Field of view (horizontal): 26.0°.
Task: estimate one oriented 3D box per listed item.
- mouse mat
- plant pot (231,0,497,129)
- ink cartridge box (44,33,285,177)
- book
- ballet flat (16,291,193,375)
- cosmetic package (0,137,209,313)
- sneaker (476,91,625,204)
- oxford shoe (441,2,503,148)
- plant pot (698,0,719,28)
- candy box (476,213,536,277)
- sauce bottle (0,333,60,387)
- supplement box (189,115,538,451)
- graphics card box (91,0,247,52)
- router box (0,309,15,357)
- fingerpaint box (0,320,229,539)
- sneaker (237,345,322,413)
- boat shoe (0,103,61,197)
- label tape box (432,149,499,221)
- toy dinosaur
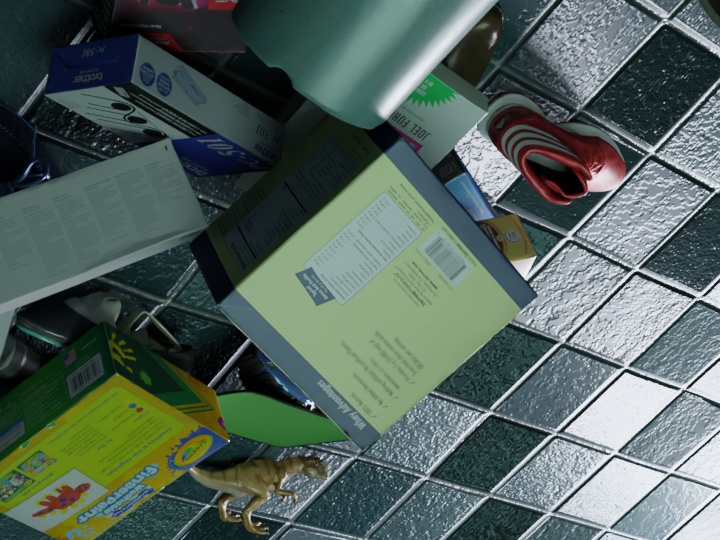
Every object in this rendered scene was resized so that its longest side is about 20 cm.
[{"bbox_3d":[-0.101,0.157,1.640,0.161,0.008,0.200,-12,153,41],"label":"mouse mat"},{"bbox_3d":[0.014,-0.229,1.201,0.200,0.200,0.196,24,112,-42],"label":"plant pot"},{"bbox_3d":[-0.157,-0.132,1.292,0.094,0.044,0.200,-3,162,33],"label":"ink cartridge box"},{"bbox_3d":[-0.001,-0.118,1.381,0.133,0.048,0.200,32,124,-19],"label":"book"},{"bbox_3d":[-0.237,0.060,1.497,0.200,0.073,0.073,30,115,-38],"label":"ballet flat"},{"bbox_3d":[-0.231,-0.033,1.260,0.199,0.083,0.051,-22,176,-25],"label":"cosmetic package"},{"bbox_3d":[0.204,-0.093,1.524,0.199,0.116,0.078,16,124,-38],"label":"sneaker"},{"bbox_3d":[0.079,-0.154,1.420,0.072,0.085,0.200,9,127,-32],"label":"oxford shoe"},{"bbox_3d":[0.426,-0.263,1.428,0.200,0.201,0.183,-40,150,15],"label":"plant pot"},{"bbox_3d":[0.057,0.014,1.491,0.199,0.057,0.117,-13,150,-20],"label":"candy box"},{"bbox_3d":[-0.286,0.120,1.529,0.065,0.065,0.200,-36,137,10],"label":"sauce bottle"},{"bbox_3d":[0.000,0.000,1.320,0.200,0.134,0.200,-41,117,3],"label":"supplement box"},{"bbox_3d":[-0.131,-0.263,1.221,0.125,0.051,0.201,-2,133,-26],"label":"graphics card box"},{"bbox_3d":[-0.385,0.019,1.324,0.179,0.049,0.200,5,146,-20],"label":"router box"},{"bbox_3d":[-0.255,0.159,1.478,0.200,0.074,0.167,-37,136,15],"label":"fingerpaint box"},{"bbox_3d":[-0.052,0.110,1.635,0.075,0.079,0.200,3,164,40],"label":"sneaker"},{"bbox_3d":[-0.283,-0.072,1.324,0.084,0.069,0.200,-34,139,8],"label":"boat shoe"},{"bbox_3d":[0.036,-0.025,1.546,0.200,0.063,0.144,-32,140,6],"label":"label tape box"},{"bbox_3d":[-0.134,0.238,1.751,0.199,0.060,0.107,0,109,-35],"label":"toy dinosaur"}]
